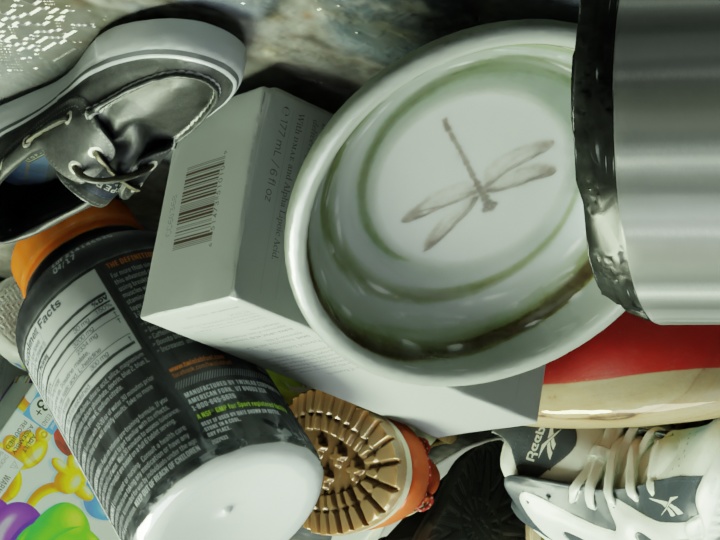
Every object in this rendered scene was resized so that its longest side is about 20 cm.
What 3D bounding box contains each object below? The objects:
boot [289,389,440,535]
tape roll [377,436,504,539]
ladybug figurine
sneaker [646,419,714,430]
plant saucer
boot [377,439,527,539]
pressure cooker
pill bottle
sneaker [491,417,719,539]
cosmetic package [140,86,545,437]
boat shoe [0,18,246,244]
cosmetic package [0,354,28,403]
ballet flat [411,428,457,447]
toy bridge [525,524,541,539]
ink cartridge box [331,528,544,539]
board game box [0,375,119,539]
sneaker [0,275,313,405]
[{"bbox_3d":[0.006,0.103,1.578,0.107,0.075,0.200,6,177,-23],"label":"boot"},{"bbox_3d":[0.108,0.199,1.763,0.202,0.203,0.071,-2,172,16],"label":"tape roll"},{"bbox_3d":[0.144,0.035,1.524,0.199,0.072,0.136,-4,-169,22],"label":"ladybug figurine"},{"bbox_3d":[0.235,0.062,1.579,0.079,0.079,0.200,34,132,-26],"label":"sneaker"},{"bbox_3d":[0.055,-0.039,1.369,0.199,0.050,0.201,-11,129,-14],"label":"plant saucer"},{"bbox_3d":[-0.005,0.178,1.717,0.200,0.165,0.066,-27,98,34],"label":"boot"},{"bbox_3d":[0.197,-0.064,1.193,0.199,0.177,0.179,1,160,18],"label":"pressure cooker"},{"bbox_3d":[-0.107,0.053,1.486,0.106,0.200,0.106,-21,144,-16],"label":"pill bottle"},{"bbox_3d":[0.133,0.105,1.570,0.129,0.080,0.199,31,159,2],"label":"sneaker"},{"bbox_3d":[0.000,0.000,1.449,0.200,0.113,0.081,21,159,-34],"label":"cosmetic package"},{"bbox_3d":[-0.126,-0.060,1.401,0.070,0.066,0.200,24,150,-37],"label":"boat shoe"},{"bbox_3d":[-0.243,0.046,1.658,0.200,0.074,0.102,24,150,-34],"label":"cosmetic package"},{"bbox_3d":[0.004,0.101,1.728,0.068,0.073,0.200,32,148,-22],"label":"ballet flat"},{"bbox_3d":[0.130,0.134,1.672,0.067,0.201,0.027,8,-166,-9],"label":"toy bridge"},{"bbox_3d":[0.094,0.220,1.971,0.199,0.084,0.145,17,154,-26],"label":"ink cartridge box"},{"bbox_3d":[-0.126,0.154,1.586,0.200,0.103,0.105,36,171,-10],"label":"board game box"},{"bbox_3d":[-0.119,0.053,1.645,0.199,0.076,0.105,11,156,-16],"label":"sneaker"}]
